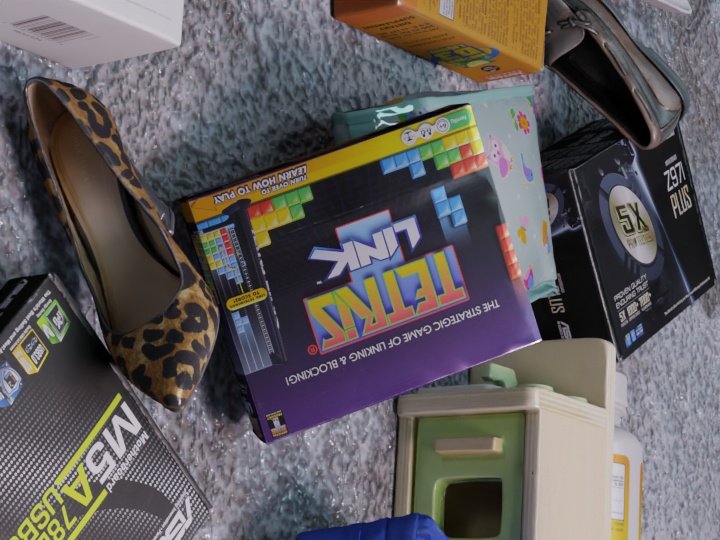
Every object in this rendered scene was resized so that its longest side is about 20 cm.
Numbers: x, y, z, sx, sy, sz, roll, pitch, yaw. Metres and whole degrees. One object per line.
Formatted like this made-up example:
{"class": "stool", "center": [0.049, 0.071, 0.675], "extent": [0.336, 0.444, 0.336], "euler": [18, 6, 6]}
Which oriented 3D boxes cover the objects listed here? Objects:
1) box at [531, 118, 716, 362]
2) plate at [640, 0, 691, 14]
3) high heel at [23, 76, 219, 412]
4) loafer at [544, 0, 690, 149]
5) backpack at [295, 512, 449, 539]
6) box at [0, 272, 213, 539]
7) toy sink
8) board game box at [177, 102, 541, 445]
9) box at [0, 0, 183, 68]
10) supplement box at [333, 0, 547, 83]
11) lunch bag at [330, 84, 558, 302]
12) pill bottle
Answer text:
{"class": "box", "center": [0.207, -0.030, 1.561], "extent": [0.200, 0.086, 0.165], "euler": [-29, 107, -50]}
{"class": "plate", "center": [0.199, -0.311, 1.587], "extent": [0.200, 0.032, 0.201], "euler": [0, 65, -60]}
{"class": "high heel", "center": [-0.147, -0.017, 1.061], "extent": [0.143, 0.071, 0.201], "euler": [53, 12, -40]}
{"class": "loafer", "center": [0.182, -0.179, 1.511], "extent": [0.200, 0.072, 0.063], "euler": [39, 50, -3]}
{"class": "backpack", "center": [0.033, 0.263, 1.196], "extent": [0.201, 0.166, 0.163], "euler": [-98, 176, -47]}
{"class": "box", "center": [-0.188, 0.137, 1.049], "extent": [0.194, 0.047, 0.200], "euler": [59, 44, -25]}
{"class": "toy sink", "center": [0.104, 0.142, 1.365], "extent": [0.112, 0.130, 0.202], "euler": [20, 70, -49]}
{"class": "board game box", "center": [0.000, 0.000, 1.210], "extent": [0.199, 0.057, 0.167], "euler": [-20, 97, -11]}
{"class": "box", "center": [-0.172, -0.236, 1.083], "extent": [0.124, 0.097, 0.202], "euler": [18, 71, -50]}
{"class": "supplement box", "center": [0.065, -0.201, 1.416], "extent": [0.199, 0.066, 0.069], "euler": [12, 75, -51]}
{"class": "lunch bag", "center": [0.050, -0.042, 1.331], "extent": [0.200, 0.121, 0.172], "euler": [-16, 98, -58]}
{"class": "pill bottle", "center": [0.165, 0.181, 1.452], "extent": [0.111, 0.110, 0.202], "euler": [21, 67, -49]}
